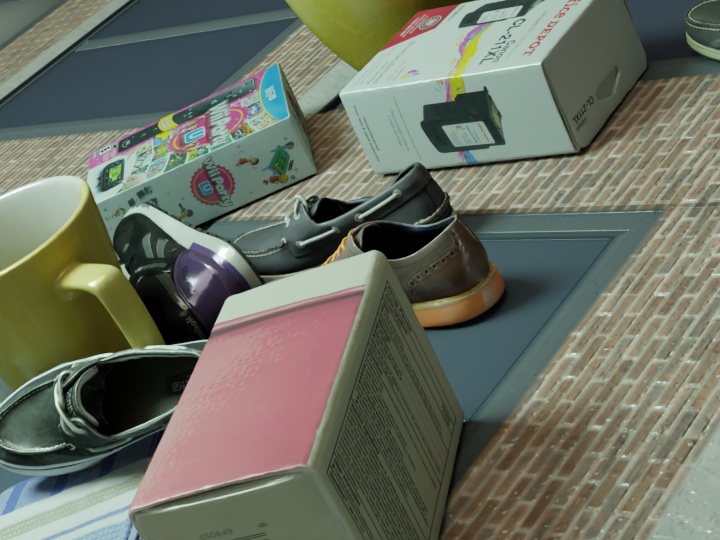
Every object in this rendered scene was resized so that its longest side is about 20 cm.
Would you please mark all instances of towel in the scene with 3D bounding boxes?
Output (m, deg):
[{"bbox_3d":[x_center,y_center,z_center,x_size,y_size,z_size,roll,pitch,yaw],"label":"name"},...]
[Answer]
[{"bbox_3d":[-0.190,0.179,0.988,0.147,0.024,0.200,-23,24,13],"label":"towel"}]

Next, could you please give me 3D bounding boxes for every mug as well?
[{"bbox_3d":[-0.224,0.042,1.122,0.149,0.153,0.187,-28,26,-4],"label":"mug"}]

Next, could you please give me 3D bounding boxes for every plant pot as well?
[{"bbox_3d":[0.033,-0.255,1.447,0.200,0.142,0.200,-21,26,11],"label":"plant pot"}]

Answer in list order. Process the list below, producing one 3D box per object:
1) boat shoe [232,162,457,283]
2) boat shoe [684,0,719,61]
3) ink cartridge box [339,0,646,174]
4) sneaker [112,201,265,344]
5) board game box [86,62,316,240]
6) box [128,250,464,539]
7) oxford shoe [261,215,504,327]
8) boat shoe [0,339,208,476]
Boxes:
[{"bbox_3d":[-0.023,-0.040,1.191,0.200,0.063,0.073,-10,30,31],"label":"boat shoe"},{"bbox_3d":[0.315,-0.194,1.159,0.072,0.066,0.201,-36,27,-19],"label":"boat shoe"},{"bbox_3d":[0.108,-0.157,1.264,0.200,0.083,0.146,-4,33,39],"label":"ink cartridge box"},{"bbox_3d":[-0.162,0.006,1.228,0.088,0.076,0.200,-43,30,-19],"label":"sneaker"},{"bbox_3d":[-0.146,-0.099,1.418,0.200,0.064,0.148,-24,26,4],"label":"board game box"},{"bbox_3d":[-0.027,0.103,0.854,0.109,0.128,0.200,-17,27,21],"label":"box"},{"bbox_3d":[0.000,0.000,1.083,0.200,0.073,0.071,-11,30,30],"label":"oxford shoe"},{"bbox_3d":[-0.167,0.081,1.012,0.200,0.072,0.071,-21,-16,17],"label":"boat shoe"}]
